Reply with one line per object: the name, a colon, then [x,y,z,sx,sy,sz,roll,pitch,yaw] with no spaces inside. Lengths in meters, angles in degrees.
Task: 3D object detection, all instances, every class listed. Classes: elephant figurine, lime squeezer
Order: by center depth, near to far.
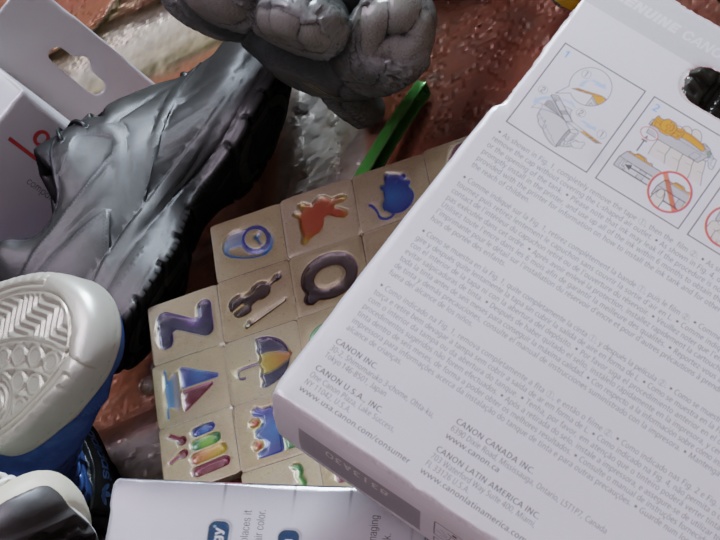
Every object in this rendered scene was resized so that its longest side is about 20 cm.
elephant figurine: [0.007,-0.179,0.928,0.201,0.141,0.155,-68,20,-6]
lime squeezer: [0.000,0.000,0.938,0.070,0.038,0.200,-25,47,27]

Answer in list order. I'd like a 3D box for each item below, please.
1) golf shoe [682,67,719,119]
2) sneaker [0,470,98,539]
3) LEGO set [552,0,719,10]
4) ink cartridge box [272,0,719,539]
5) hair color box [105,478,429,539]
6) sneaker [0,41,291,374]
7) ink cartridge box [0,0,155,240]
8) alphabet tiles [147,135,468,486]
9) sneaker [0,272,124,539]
golf shoe: [0.085,0.009,0.821,0.200,0.077,0.088,-51,19,-29]
sneaker: [-0.155,0.103,0.826,0.070,0.200,0.094,-22,72,-25]
LEGO set: [0.113,-0.161,0.855,0.153,0.200,0.116,-14,52,9]
ink cartridge box: [0.092,0.016,0.731,0.161,0.050,0.200,33,70,15]
hair color box: [0.008,0.132,0.755,0.199,0.061,0.100,2,58,9]
sneaker: [-0.096,-0.052,0.994,0.091,0.076,0.200,26,60,10]
ink cartridge box: [-0.174,-0.024,1.049,0.200,0.116,0.067,-52,41,0]
alphabet tiles: [0.008,0.024,0.893,0.199,0.006,0.167,-19,49,9]
sneaker: [-0.136,0.071,0.942,0.200,0.111,0.077,-43,52,34]
